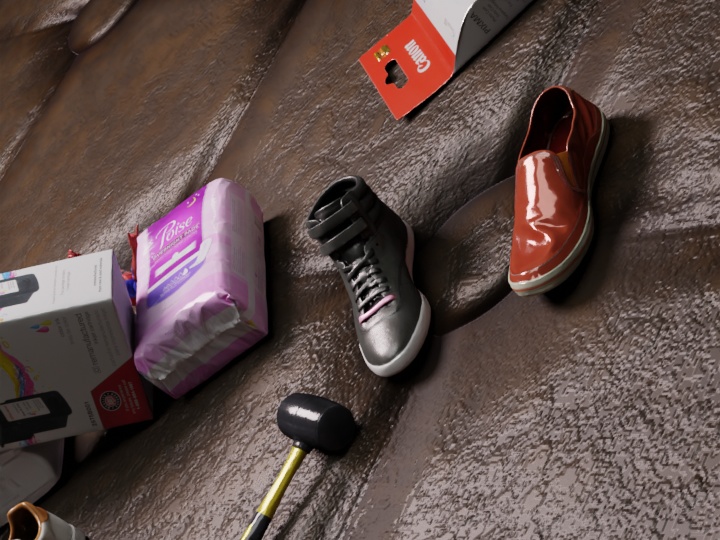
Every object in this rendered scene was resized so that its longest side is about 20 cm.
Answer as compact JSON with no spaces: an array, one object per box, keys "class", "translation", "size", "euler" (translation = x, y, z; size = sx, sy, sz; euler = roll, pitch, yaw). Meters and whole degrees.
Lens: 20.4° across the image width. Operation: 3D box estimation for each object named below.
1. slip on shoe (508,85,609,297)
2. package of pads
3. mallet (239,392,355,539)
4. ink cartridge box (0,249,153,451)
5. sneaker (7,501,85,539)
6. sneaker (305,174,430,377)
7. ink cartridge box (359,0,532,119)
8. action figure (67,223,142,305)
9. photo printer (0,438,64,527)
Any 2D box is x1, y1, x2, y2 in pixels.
[{"class":"slip on shoe","translation":[0.145,-0.063,1.553],"size":[0.074,0.061,0.200],"euler":[-18,42,40]},{"class":"package of pads","translation":[-0.147,0.013,1.844],"size":[0.120,0.076,0.200],"euler":[-34,32,19]},{"class":"mallet","translation":[-0.067,0.188,1.570],"size":[0.066,0.041,0.200],"euler":[0,59,51]},{"class":"ink cartridge box","translation":[-0.302,0.080,1.820],"size":[0.199,0.146,0.083],"euler":[-13,35,2]},{"class":"sneaker","translation":[-0.296,0.287,1.707],"size":[0.073,0.085,0.200],"euler":[-30,35,27]},{"class":"sneaker","translation":[0.000,0.000,1.635],"size":[0.071,0.099,0.200],"euler":[-34,33,21]},{"class":"ink cartridge box","translation":[0.078,-0.250,1.885],"size":[0.200,0.047,0.160],"euler":[-41,30,8]},{"class":"action figure","translation":[-0.270,0.020,1.942],"size":[0.065,0.099,0.200],"euler":[17,41,40]},{"class":"photo printer","translation":[-0.362,0.166,1.955],"size":[0.166,0.069,0.200],"euler":[-36,30,18]}]
